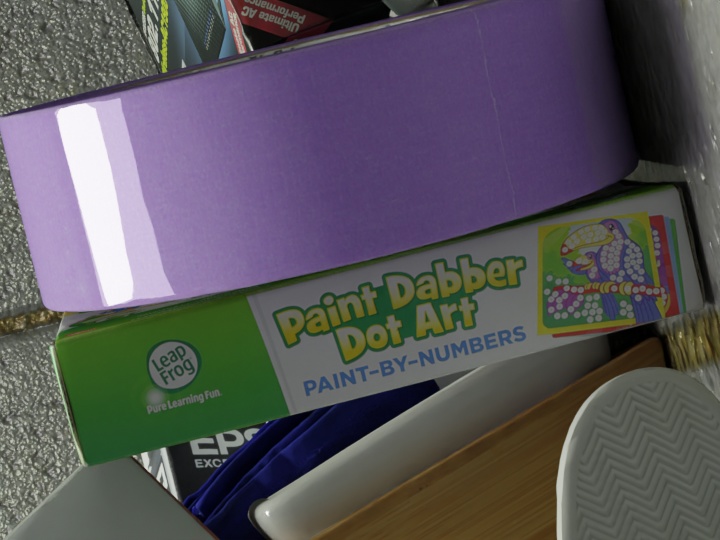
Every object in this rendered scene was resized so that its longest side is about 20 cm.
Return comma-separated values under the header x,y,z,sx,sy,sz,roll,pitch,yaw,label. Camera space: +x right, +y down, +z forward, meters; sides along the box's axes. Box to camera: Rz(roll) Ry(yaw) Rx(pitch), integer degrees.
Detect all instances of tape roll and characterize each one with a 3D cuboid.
x,y,z,sx,sy,sz,roll,pitch,yaw,label
-0.013,-0.043,0.789,0.200,0.199,0.066,-145,42,-82,tape roll

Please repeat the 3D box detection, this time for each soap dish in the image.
x,y,z,sx,sy,sz,roll,pitch,yaw,label
0.037,0.087,0.911,0.081,0.157,0.200,59,174,4,soap dish

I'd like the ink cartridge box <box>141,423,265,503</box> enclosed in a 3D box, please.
x,y,z,sx,sy,sz,roll,pitch,yaw,label
-0.004,0.116,1.175,0.200,0.197,0.043,-111,34,-43,ink cartridge box

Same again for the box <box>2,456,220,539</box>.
x,y,z,sx,sy,sz,roll,pitch,yaw,label
-0.082,0.161,0.904,0.124,0.097,0.200,42,163,10,box

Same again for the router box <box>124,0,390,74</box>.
x,y,z,sx,sy,sz,roll,pitch,yaw,label
-0.052,-0.123,1.026,0.200,0.062,0.150,104,143,-69,router box

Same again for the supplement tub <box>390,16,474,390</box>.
x,y,z,sx,sy,sz,roll,pitch,yaw,label
-0.006,-0.018,1.171,0.132,0.131,0.201,83,172,-55,supplement tub

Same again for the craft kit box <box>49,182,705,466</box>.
x,y,z,sx,sy,sz,roll,pitch,yaw,label
-0.002,0.011,0.826,0.198,0.199,0.049,-170,66,-86,craft kit box

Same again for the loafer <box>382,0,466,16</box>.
x,y,z,sx,sy,sz,roll,pitch,yaw,label
0.022,-0.126,0.900,0.068,0.070,0.201,-129,25,-79,loafer

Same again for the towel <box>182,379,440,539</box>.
x,y,z,sx,sy,sz,roll,pitch,yaw,label
0.011,0.146,1.060,0.200,0.148,0.049,56,161,-19,towel

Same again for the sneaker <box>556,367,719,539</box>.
x,y,z,sx,sy,sz,roll,pitch,yaw,label
0.098,0.132,0.754,0.116,0.073,0.201,140,115,-81,sneaker
